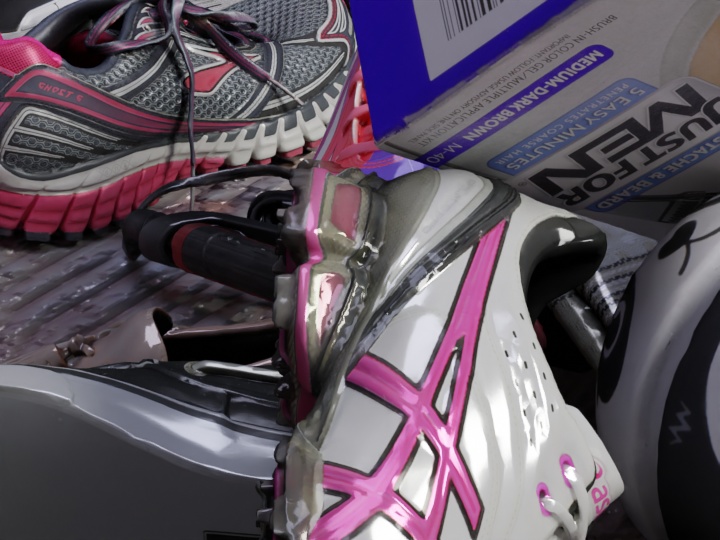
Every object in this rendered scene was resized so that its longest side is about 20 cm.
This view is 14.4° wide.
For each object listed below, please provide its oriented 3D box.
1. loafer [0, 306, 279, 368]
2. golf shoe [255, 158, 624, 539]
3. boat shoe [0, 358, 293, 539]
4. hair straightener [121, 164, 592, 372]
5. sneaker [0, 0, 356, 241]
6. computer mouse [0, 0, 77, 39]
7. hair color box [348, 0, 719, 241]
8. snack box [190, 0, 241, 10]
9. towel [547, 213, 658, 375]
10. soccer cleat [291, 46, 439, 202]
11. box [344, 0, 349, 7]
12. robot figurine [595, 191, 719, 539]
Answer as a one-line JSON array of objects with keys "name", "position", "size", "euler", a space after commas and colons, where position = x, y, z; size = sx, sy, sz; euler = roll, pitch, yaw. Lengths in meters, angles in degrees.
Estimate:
[{"name": "loafer", "position": [-0.046, 0.032, 0.844], "size": [0.199, 0.063, 0.072], "euler": [-4, 25, -5]}, {"name": "golf shoe", "position": [0.019, 0.059, 0.688], "size": [0.091, 0.073, 0.201], "euler": [4, 59, 1]}, {"name": "boat shoe", "position": [-0.038, 0.060, 0.782], "size": [0.199, 0.071, 0.064], "euler": [11, 26, 8]}, {"name": "hair straightener", "position": [0.000, 0.000, 0.957], "size": [0.199, 0.041, 0.077], "euler": [12, 27, 37]}, {"name": "sneaker", "position": [-0.069, -0.075, 1.073], "size": [0.080, 0.075, 0.200], "euler": [15, 28, 33]}, {"name": "computer mouse", "position": [-0.133, -0.119, 1.158], "size": [0.109, 0.044, 0.200], "euler": [17, 26, 36]}, {"name": "hair color box", "position": [0.105, -0.058, 0.772], "size": [0.199, 0.065, 0.109], "euler": [14, -35, -41]}, {"name": "snack box", "position": [-0.122, -0.092, 1.177], "size": [0.199, 0.024, 0.072], "euler": [-18, 29, -32]}, {"name": "towel", "position": [0.143, -0.017, 0.902], "size": [0.192, 0.035, 0.200], "euler": [-12, 47, -24]}, {"name": "soccer cleat", "position": [0.019, -0.058, 0.855], "size": [0.068, 0.074, 0.200], "euler": [5, 37, 14]}, {"name": "box", "position": [0.029, -0.208, 1.193], "size": [0.100, 0.201, 0.075], "euler": [18, 33, 38]}, {"name": "robot figurine", "position": [0.146, 0.048, 0.718], "size": [0.150, 0.126, 0.200], "euler": [-7, 23, -32]}]
